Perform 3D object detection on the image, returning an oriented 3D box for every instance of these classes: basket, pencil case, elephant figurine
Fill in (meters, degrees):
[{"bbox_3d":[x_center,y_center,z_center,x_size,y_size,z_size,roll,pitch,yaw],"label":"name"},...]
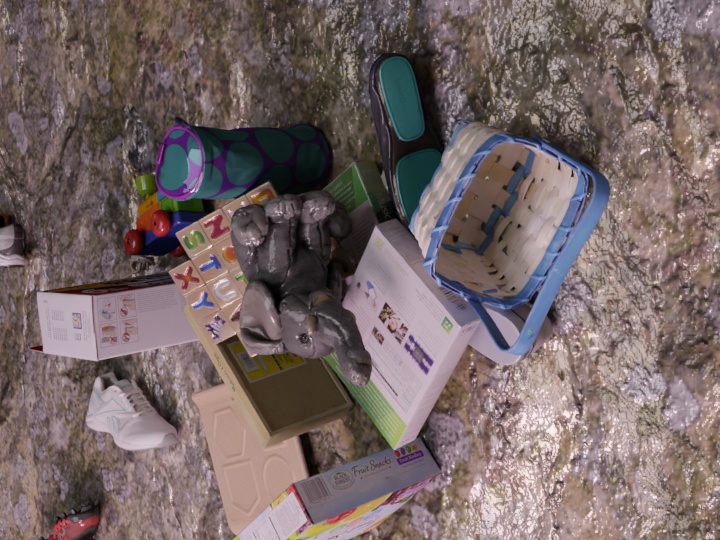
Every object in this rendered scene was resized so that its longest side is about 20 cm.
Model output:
[{"bbox_3d":[0.139,-0.044,1.094,0.177,0.138,0.200,-62,27,19],"label":"basket"},{"bbox_3d":[-0.131,-0.124,1.335,0.092,0.199,0.086,41,121,34],"label":"pencil case"},{"bbox_3d":[-0.065,0.030,1.219,0.140,0.155,0.202,-13,84,7],"label":"elephant figurine"}]

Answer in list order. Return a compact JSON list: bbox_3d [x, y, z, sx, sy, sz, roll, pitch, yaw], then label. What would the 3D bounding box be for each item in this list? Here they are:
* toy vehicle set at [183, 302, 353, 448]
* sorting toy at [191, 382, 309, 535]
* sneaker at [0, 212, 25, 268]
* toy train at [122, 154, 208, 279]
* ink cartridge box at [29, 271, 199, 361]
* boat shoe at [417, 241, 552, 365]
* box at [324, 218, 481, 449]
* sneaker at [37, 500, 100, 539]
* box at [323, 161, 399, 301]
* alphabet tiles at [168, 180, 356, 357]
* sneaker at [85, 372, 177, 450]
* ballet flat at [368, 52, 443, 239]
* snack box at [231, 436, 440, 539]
[{"bbox_3d":[-0.109,0.103,1.408,0.201,0.123,0.027,56,139,23],"label":"toy vehicle set"},{"bbox_3d":[-0.129,0.235,1.524,0.184,0.036,0.202,-21,86,46],"label":"sorting toy"},{"bbox_3d":[-0.608,-0.063,1.946,0.199,0.074,0.080,19,101,36],"label":"sneaker"},{"bbox_3d":[-0.279,-0.074,1.592,0.199,0.084,0.117,-27,67,45],"label":"toy train"},{"bbox_3d":[-0.309,0.055,1.553,0.175,0.199,0.085,2,98,44],"label":"ink cartridge box"},{"bbox_3d":[0.108,0.023,1.208,0.199,0.069,0.072,32,127,36],"label":"boat shoe"},{"bbox_3d":[0.036,0.068,1.228,0.145,0.036,0.201,51,137,26],"label":"box"},{"bbox_3d":[-0.444,0.431,1.858,0.201,0.070,0.098,-47,64,42],"label":"sneaker"},{"bbox_3d":[0.000,0.000,1.333,0.144,0.036,0.202,-35,74,43],"label":"box"},{"bbox_3d":[-0.111,0.001,1.326,0.199,0.006,0.167,-26,101,21],"label":"alphabet tiles"},{"bbox_3d":[-0.330,0.201,1.698,0.199,0.070,0.081,15,105,44],"label":"sneaker"},{"bbox_3d":[0.048,-0.127,1.254,0.073,0.073,0.202,-9,97,46],"label":"ballet flat"},{"bbox_3d":[-0.026,0.257,1.296,0.142,0.199,0.053,-46,66,40],"label":"snack box"}]
